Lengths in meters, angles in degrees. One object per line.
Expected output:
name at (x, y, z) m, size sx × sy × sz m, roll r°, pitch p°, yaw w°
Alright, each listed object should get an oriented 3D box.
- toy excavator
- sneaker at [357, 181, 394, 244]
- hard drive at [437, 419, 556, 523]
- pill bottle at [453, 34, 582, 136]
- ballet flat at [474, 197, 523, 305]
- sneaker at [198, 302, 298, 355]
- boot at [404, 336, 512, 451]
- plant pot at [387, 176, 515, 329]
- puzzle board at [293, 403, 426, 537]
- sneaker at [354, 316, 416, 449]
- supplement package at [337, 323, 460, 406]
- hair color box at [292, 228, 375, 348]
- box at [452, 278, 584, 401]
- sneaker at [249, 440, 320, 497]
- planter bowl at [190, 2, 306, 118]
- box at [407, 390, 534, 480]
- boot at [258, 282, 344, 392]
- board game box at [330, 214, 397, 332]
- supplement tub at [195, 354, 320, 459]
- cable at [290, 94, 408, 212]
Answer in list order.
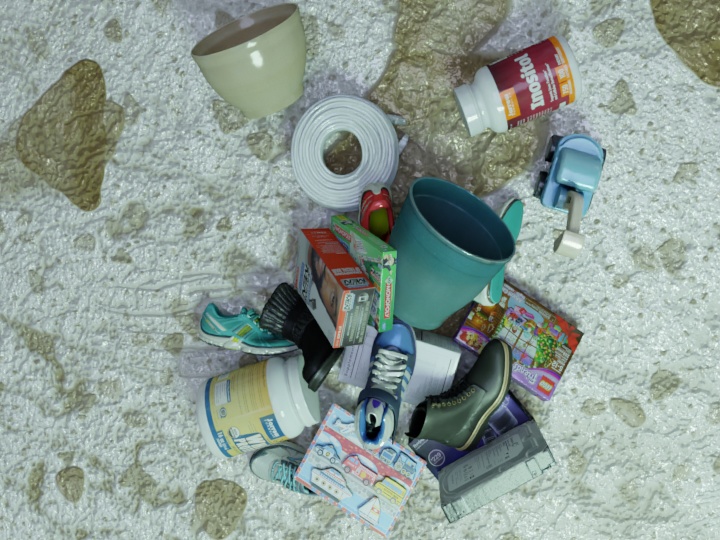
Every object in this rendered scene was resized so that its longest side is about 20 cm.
toy excavator at (0.345, -0.127, 1.196) m, size 0.097 × 0.200 × 0.200 m, roll 16°, pitch 97°, yaw 4°
sneaker at (0.026, -0.049, 1.268) m, size 0.075 × 0.086 × 0.205 m, roll -7°, pitch 124°, yaw -4°
hard drive at (0.221, 0.328, 1.211) m, size 0.197 × 0.140 × 0.038 m, roll -30°, pitch 95°, yaw 8°
pill bottle at (0.262, -0.304, 1.230) m, size 0.195 × 0.113 × 0.116 m, roll -22°, pitch 94°, yaw 8°
ballet flat at (0.229, -0.037, 1.274) m, size 0.068 × 0.070 × 0.205 m, roll 17°, pitch 73°, yaw 3°
sneaker at (-0.203, 0.110, 1.341) m, size 0.194 × 0.078 × 0.082 m, roll 12°, pitch 88°, yaw 4°
boot at (0.163, 0.201, 1.202) m, size 0.135 × 0.077 × 0.205 m, roll 15°, pitch 98°, yaw -32°
plant pot at (0.123, -0.015, 1.203) m, size 0.197 × 0.201 × 0.190 m, roll 33°, pitch 122°, yaw 1°
puzzle board at (-0.002, 0.354, 1.294) m, size 0.197 × 0.017 × 0.153 m, roll 30°, pitch 89°, yaw 7°
sneaker at (0.042, 0.186, 1.174) m, size 0.078 × 0.147 × 0.206 m, roll 16°, pitch 99°, yaw 3°
supplement package at (0.068, 0.158, 1.298) m, size 0.195 × 0.110 × 0.117 m, roll 17°, pitch 98°, yaw 3°
hair color box at (-0.050, 0.025, 1.240) m, size 0.062 × 0.200 × 0.114 m, roll -4°, pitch 123°, yaw -27°
box at (0.278, 0.117, 1.289) m, size 0.197 × 0.039 × 0.139 m, roll 33°, pitch 79°, yaw 1°
sneaker at (-0.114, 0.372, 1.351) m, size 0.194 × 0.086 × 0.080 m, roll 8°, pitch 96°, yaw 4°
planter bowl at (-0.173, -0.347, 1.242) m, size 0.195 × 0.202 × 0.137 m, roll -18°, pitch 121°, yaw 7°
box at (0.201, 0.291, 1.318) m, size 0.200 × 0.079 × 0.142 m, roll -43°, pitch 88°, yaw 8°
boot at (-0.108, 0.113, 1.267) m, size 0.155 × 0.212 × 0.080 m, roll 32°, pitch 110°, yaw -4°
board game box at (0.000, 0.000, 1.239) m, size 0.028 × 0.200 × 0.139 m, roll -7°, pitch 114°, yaw -25°
supplement tub at (-0.182, 0.242, 1.314) m, size 0.195 × 0.145 × 0.149 m, roll -18°, pitch 94°, yaw 7°
cable at (-0.028, -0.206, 1.290) m, size 0.195 × 0.069 × 0.205 m, roll 22°, pitch 98°, yaw 3°
